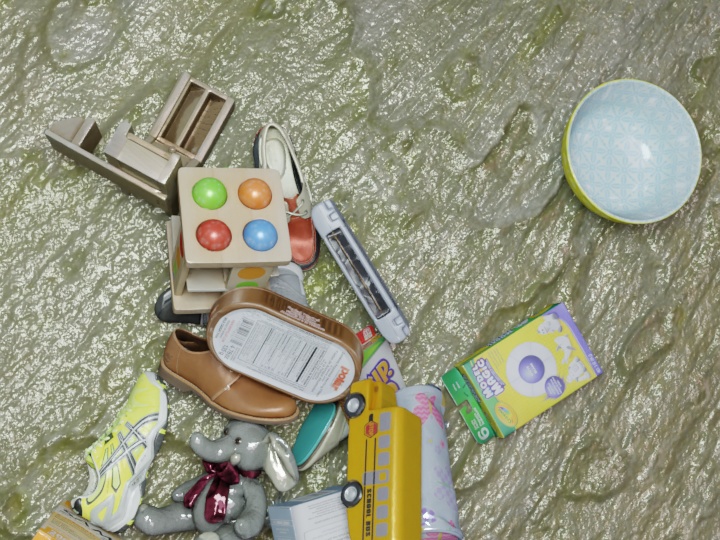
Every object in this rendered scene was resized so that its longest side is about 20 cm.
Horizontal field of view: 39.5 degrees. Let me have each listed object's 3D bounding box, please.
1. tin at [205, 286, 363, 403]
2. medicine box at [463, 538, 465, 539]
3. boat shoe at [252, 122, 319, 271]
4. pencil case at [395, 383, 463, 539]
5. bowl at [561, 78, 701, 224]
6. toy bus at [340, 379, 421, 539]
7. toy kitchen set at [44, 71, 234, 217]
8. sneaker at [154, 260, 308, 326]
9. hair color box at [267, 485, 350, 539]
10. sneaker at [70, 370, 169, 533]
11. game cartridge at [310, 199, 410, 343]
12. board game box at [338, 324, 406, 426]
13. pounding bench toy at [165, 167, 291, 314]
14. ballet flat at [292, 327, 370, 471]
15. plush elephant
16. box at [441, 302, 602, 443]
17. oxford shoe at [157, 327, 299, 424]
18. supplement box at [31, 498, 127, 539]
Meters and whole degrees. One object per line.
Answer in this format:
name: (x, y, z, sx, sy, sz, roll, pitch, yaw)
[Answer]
tin: (-0.091, 0.094, 1.211, 0.199, 0.042, 0.112, 24, 124, -12)
medicine box: (0.041, 0.394, 1.287, 0.199, 0.103, 0.183, -20, 87, -12)
boat shoe: (-0.098, -0.098, 1.337, 0.071, 0.063, 0.201, -14, 88, -14)
pencil case: (0.075, 0.243, 1.233, 0.091, 0.083, 0.201, 35, 40, -45)
bowl: (0.362, -0.157, 1.408, 0.199, 0.108, 0.202, 1, 84, -10)
toy bus: (0.027, 0.228, 1.171, 0.065, 0.078, 0.201, 37, 46, -47)
toy kitchen set: (-0.268, -0.193, 1.244, 0.162, 0.200, 0.181, 28, 79, -3)
sneaker: (-0.157, 0.060, 1.284, 0.199, 0.075, 0.116, -14, 63, -12)
hair color box: (-0.036, 0.364, 1.177, 0.098, 0.061, 0.201, -9, 84, -35)
sneaker: (-0.294, 0.218, 1.241, 0.076, 0.075, 0.201, 23, 67, -26)
game cartridge: (0.000, 0.000, 1.307, 0.041, 0.133, 0.201, -32, 91, -1)
board game box: (0.023, 0.179, 1.308, 0.095, 0.030, 0.201, -31, 104, -34)
pounding bench toy: (-0.167, -0.072, 1.224, 0.123, 0.156, 0.201, -1, 63, -18)
ballet flat: (-0.026, 0.176, 1.323, 0.069, 0.069, 0.201, 23, 79, -7)
plush elephant: (-0.161, 0.252, 1.240, 0.199, 0.164, 0.156, -3, 98, -39)
box: (0.220, 0.142, 1.379, 0.199, 0.048, 0.118, -31, 90, -11)
oxford shoe: (-0.164, 0.133, 1.255, 0.199, 0.071, 0.072, 23, 114, 14)
supplement box: (-0.329, 0.345, 1.172, 0.126, 0.200, 0.074, 35, 82, -6)
